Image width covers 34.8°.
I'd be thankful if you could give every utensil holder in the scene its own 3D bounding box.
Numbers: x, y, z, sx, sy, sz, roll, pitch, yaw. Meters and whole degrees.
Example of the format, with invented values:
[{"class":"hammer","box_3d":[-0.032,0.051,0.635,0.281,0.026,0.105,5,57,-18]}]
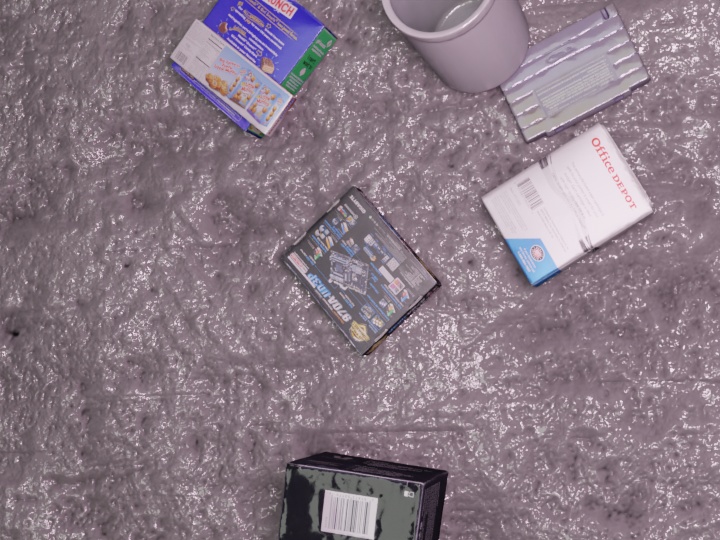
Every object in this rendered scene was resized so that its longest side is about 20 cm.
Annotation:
[{"class":"utensil holder","box_3d":[0.138,-0.361,1.611,0.167,0.200,0.173,-6,72,20]}]

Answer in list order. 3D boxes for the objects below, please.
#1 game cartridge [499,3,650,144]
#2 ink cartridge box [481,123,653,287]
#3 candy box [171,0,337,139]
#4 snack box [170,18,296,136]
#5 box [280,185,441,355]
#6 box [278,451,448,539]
[{"class":"game cartridge","box_3d":[0.305,-0.282,1.666,0.198,0.038,0.131,-26,85,12]},{"class":"ink cartridge box","box_3d":[0.294,-0.090,1.630,0.198,0.086,0.148,-32,80,9]},{"class":"candy box","box_3d":[-0.163,-0.337,1.767,0.169,0.077,0.201,41,99,13]},{"class":"snack box","box_3d":[-0.191,-0.289,1.719,0.199,0.024,0.072,40,97,13]},{"class":"box","box_3d":[0.000,0.000,1.720,0.159,0.046,0.200,-43,78,8]},{"class":"box","box_3d":[0.008,0.333,1.619,0.194,0.200,0.119,6,88,15]}]
